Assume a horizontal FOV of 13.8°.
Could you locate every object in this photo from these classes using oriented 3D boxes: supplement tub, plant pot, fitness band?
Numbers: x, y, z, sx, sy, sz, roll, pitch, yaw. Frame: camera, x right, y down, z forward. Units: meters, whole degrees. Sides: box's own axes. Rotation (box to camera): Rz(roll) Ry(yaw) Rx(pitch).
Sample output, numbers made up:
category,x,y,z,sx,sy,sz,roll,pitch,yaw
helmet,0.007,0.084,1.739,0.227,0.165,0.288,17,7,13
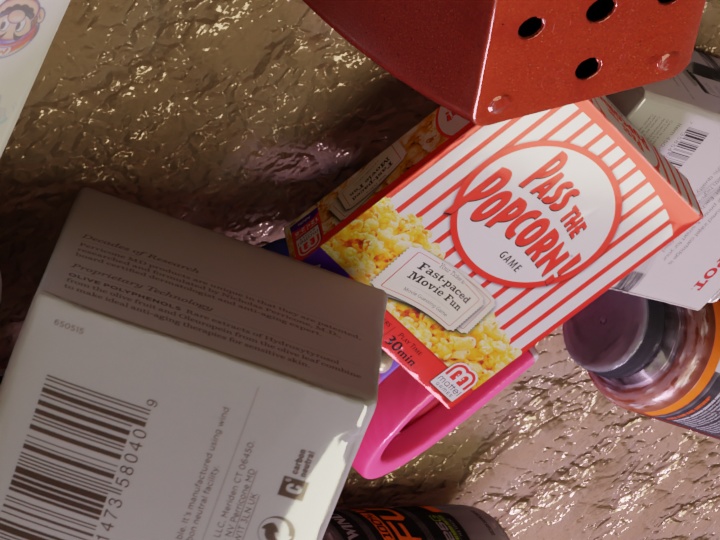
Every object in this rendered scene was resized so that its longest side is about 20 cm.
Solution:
category,x,y,z,sx,sy,sz,roll,pitch,yaw
supplement tub,0.225,0.055,2.041,0.200,0.107,0.107,18,122,-48
supplement tub,0.004,0.226,2.069,0.200,0.123,0.123,1,133,-38
plant pot,0.089,-0.194,1.587,0.200,0.176,0.200,-16,142,-22
fitness band,0.070,0.062,1.939,0.200,0.037,0.144,-39,169,-10

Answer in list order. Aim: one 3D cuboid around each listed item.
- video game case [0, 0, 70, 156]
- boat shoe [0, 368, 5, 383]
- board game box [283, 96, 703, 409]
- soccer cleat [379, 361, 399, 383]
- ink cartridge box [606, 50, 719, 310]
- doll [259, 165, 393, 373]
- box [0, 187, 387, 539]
category,x,y,z,sx,sy,sz,roll,pitch,yaw
video game case,-0.238,-0.130,1.522,0.200,0.024,0.182,-1,128,-44
boat shoe,-0.265,0.140,1.824,0.201,0.063,0.074,-42,141,12
board game box,0.079,-0.029,1.773,0.200,0.046,0.151,-39,122,16
soccer cleat,-0.034,0.065,1.891,0.200,0.073,0.068,7,129,-41
ink cartridge box,0.181,-0.066,1.886,0.200,0.083,0.147,14,125,-44
doll,0.000,0.000,1.844,0.200,0.048,0.137,-12,111,-36
box,-0.109,0.094,1.694,0.200,0.171,0.199,19,111,-5
